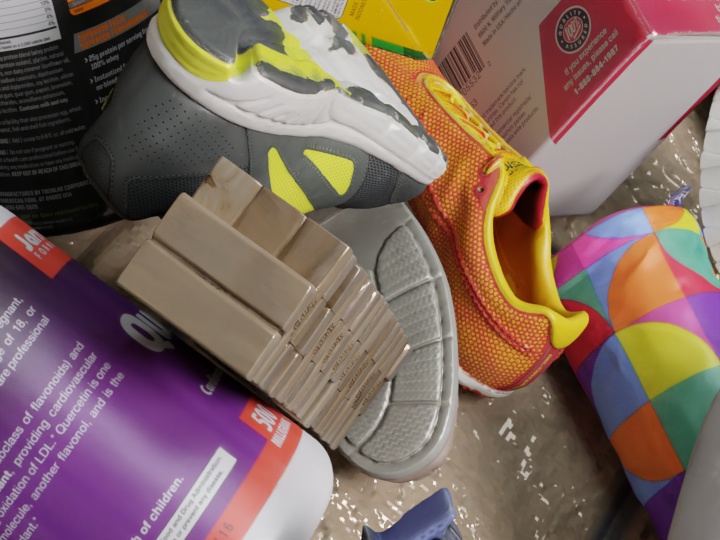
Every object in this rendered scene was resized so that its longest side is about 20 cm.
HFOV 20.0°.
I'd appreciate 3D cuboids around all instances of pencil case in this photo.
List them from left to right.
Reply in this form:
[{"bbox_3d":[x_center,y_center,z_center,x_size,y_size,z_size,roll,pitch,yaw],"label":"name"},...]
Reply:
[{"bbox_3d":[0.151,0.063,0.905,0.088,0.088,0.201,-3,60,-36],"label":"pencil case"}]

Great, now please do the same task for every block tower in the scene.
[{"bbox_3d":[-0.026,0.018,0.722,0.058,0.200,0.054,36,85,12],"label":"block tower"}]

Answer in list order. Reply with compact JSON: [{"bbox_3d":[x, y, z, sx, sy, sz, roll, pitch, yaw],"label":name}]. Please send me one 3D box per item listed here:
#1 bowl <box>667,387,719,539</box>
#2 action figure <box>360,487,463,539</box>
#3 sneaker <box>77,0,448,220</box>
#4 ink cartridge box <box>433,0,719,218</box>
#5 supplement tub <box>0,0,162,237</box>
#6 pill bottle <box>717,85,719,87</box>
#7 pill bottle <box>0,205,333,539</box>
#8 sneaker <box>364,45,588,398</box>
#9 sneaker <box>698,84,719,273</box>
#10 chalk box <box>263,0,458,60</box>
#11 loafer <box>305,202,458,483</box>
[{"bbox_3d":[0.212,0.137,0.806,0.198,0.202,0.074,7,9,-31],"label":"bowl"},{"bbox_3d":[-0.026,0.165,0.619,0.193,0.200,0.105,45,12,-14],"label":"action figure"},{"bbox_3d":[-0.038,-0.051,0.757,0.075,0.085,0.200,54,16,23],"label":"sneaker"},{"bbox_3d":[0.079,-0.146,0.971,0.084,0.145,0.201,-5,60,-39],"label":"ink cartridge box"},{"bbox_3d":[-0.127,-0.124,0.755,0.121,0.201,0.123,-7,34,5],"label":"supplement tub"},{"bbox_3d":[0.256,-0.081,1.063,0.108,0.109,0.201,1,53,-34],"label":"pill bottle"},{"bbox_3d":[-0.115,0.053,0.701,0.199,0.113,0.113,37,43,-5],"label":"pill bottle"},{"bbox_3d":[0.047,-0.043,0.911,0.073,0.077,0.201,5,55,-52],"label":"sneaker"},{"bbox_3d":[0.211,-0.007,0.972,0.081,0.076,0.202,-52,125,-70],"label":"sneaker"},{"bbox_3d":[-0.027,-0.194,0.900,0.123,0.125,0.200,14,19,-23],"label":"chalk box"},{"bbox_3d":[0.000,0.000,0.861,0.063,0.071,0.201,49,19,-63],"label":"loafer"}]
